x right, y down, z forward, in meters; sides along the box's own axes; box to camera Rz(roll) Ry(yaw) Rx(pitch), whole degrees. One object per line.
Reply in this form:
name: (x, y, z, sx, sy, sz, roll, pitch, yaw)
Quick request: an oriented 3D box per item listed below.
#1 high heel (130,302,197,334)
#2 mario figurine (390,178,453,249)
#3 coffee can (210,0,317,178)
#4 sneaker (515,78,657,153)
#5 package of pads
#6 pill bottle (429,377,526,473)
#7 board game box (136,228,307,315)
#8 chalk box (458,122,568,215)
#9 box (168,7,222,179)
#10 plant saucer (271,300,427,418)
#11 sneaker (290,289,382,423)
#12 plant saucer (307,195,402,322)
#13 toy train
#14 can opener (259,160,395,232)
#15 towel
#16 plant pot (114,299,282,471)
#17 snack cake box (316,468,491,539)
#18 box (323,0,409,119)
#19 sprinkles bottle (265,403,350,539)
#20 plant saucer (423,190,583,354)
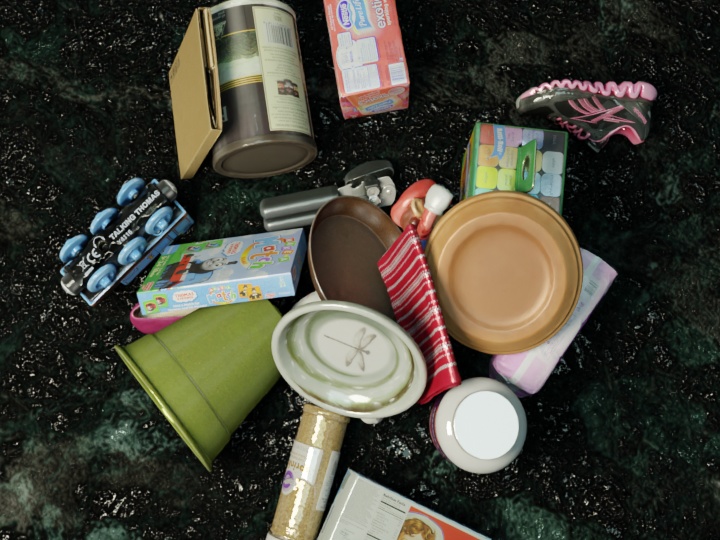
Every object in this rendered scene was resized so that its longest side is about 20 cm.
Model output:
high heel: (-0.215, 0.029, 1.167, 0.197, 0.096, 0.068, -21, 79, -2)
mario figurine: (0.107, -0.035, 1.155, 0.105, 0.123, 0.203, 16, 55, -32)
coffee can: (-0.144, -0.247, 1.187, 0.143, 0.146, 0.204, -9, 80, 0)
sneaker: (0.317, -0.215, 1.210, 0.196, 0.079, 0.098, 2, 92, 3)
package of pads: (0.248, 0.071, 1.134, 0.075, 0.121, 0.201, 35, 84, 7)
pill bottle: (0.145, 0.193, 1.076, 0.110, 0.200, 0.115, 0, 80, 2)
board game box: (-0.175, -0.001, 1.125, 0.196, 0.152, 0.037, -7, 113, 5)
chalk box: (0.197, -0.113, 1.125, 0.121, 0.200, 0.128, 7, 80, 3)
box: (-0.225, -0.232, 1.165, 0.021, 0.200, 0.167, -4, 79, -24)
plant saucer: (-0.011, 0.100, 1.063, 0.196, 0.202, 0.051, 15, 44, 5)
sneaker: (-0.030, 0.118, 1.168, 0.098, 0.078, 0.203, -23, 90, 26)
plant saucer: (0.000, 0.000, 1.145, 0.034, 0.198, 0.204, -27, 78, 41)
toy train: (-0.319, -0.039, 1.173, 0.087, 0.114, 0.200, 42, 84, 11)
can opener: (-0.044, -0.101, 1.214, 0.196, 0.053, 0.067, -15, 46, -2)
towel: (0.070, 0.059, 1.070, 0.022, 0.145, 0.204, -12, 78, -17)
plant pot: (-0.183, 0.121, 1.120, 0.189, 0.200, 0.201, -38, 81, -17)
snack cake box: (0.052, 0.350, 1.098, 0.197, 0.067, 0.117, 28, 79, -8)
box: (0.005, -0.331, 1.221, 0.100, 0.095, 0.204, -11, 80, 0)
sprinkles bottle: (-0.070, 0.282, 1.135, 0.067, 0.068, 0.204, 15, 81, 4)
plant saucer: (0.169, 0.007, 1.038, 0.196, 0.037, 0.205, 2, 103, 10)
